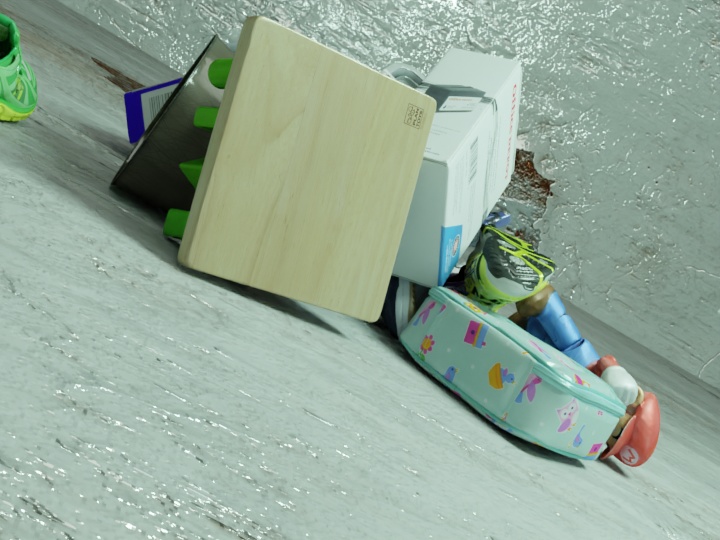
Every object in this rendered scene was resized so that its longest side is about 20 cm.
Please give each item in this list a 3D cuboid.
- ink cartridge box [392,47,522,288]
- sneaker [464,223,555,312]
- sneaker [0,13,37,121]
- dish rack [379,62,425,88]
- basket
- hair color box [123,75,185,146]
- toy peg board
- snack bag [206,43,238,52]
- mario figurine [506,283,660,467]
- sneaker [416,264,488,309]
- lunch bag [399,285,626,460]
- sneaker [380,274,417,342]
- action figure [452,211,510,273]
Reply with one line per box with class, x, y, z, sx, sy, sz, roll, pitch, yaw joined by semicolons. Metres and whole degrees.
ink cartridge box;0.083;-0.104;1.144;0.083;0.146;0.200;16;42;20
sneaker;0.142;0.009;1.154;0.075;0.077;0.200;23;9;1
sneaker;-0.320;-0.182;1.032;0.074;0.084;0.200;29;6;-6
dish rack;0.056;-0.165;1.444;0.172;0.044;0.200;44;41;7
basket;-0.102;-0.091;1.089;0.199;0.181;0.136;36;-35;-15
hair color box;-0.172;-0.162;1.334;0.108;0.066;0.200;-12;-13;16
toy peg board;-0.060;-0.082;0.987;0.198;0.203;0.097;18;-3;-38
snack bag;-0.057;-0.156;1.210;0.198;0.021;0.190;9;-42;44
mario figurine;0.214;0.115;1.171;0.201;0.106;0.123;51;9;19
sneaker;0.123;0.049;1.268;0.199;0.088;0.074;28;7;-21
lunch bag;0.141;0.093;1.085;0.199;0.078;0.160;36;9;39
sneaker;0.000;0.000;1.190;0.107;0.071;0.201;-6;43;0
action figure;0.107;-0.025;1.602;0.198;0.106;0.194;-15;31;-14
